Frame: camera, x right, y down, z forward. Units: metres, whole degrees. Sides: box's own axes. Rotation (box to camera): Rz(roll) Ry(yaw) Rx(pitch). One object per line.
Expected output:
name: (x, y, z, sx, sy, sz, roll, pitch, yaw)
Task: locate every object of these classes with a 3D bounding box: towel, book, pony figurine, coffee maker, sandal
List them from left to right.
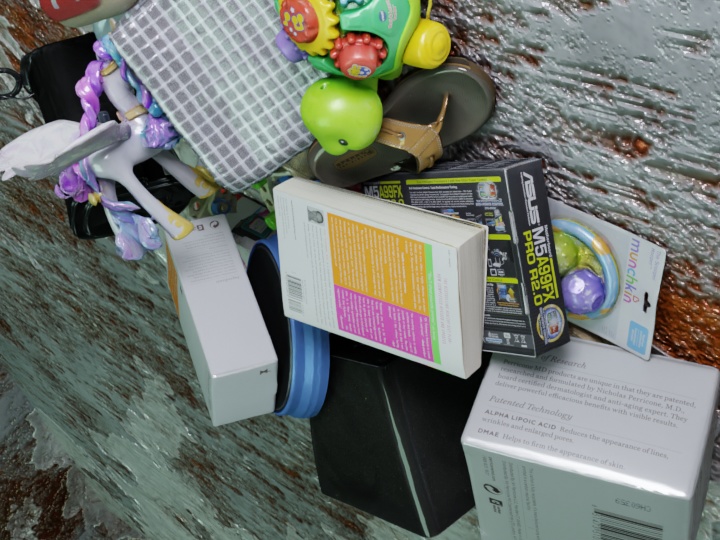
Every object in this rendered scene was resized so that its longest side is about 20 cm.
coffee maker: (-0.299, -0.140, 1.330, 0.135, 0.192, 0.200, 62, -172, -68)
pony figurine: (-0.235, -0.110, 1.136, 0.166, 0.193, 0.200, 12, 139, 54)
towel: (-0.107, -0.186, 1.077, 0.165, 0.086, 0.200, -30, 107, 25)
book: (0.013, 0.006, 1.049, 0.200, 0.048, 0.134, 18, 124, 33)
sandal: (0.031, -0.111, 1.022, 0.200, 0.055, 0.082, -23, 133, 34)

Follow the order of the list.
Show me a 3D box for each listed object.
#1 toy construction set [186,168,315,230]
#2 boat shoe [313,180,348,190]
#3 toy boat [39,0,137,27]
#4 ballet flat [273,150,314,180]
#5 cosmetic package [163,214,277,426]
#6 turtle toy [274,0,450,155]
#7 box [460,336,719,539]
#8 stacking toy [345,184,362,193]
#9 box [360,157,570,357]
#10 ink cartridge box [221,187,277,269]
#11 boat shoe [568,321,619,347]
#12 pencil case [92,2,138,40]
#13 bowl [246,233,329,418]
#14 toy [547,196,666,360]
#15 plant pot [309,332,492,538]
toy construction set: (-0.117, -0.100, 1.318, 0.200, 0.092, 0.131, -1, 130, 44)
boat shoe: (0.000, 0.000, 1.174, 0.084, 0.069, 0.200, -30, 124, 33)
toy boat: (-0.263, -0.314, 1.130, 0.131, 0.131, 0.200, 31, 164, -31)
ballet flat: (-0.125, -0.134, 1.220, 0.200, 0.067, 0.068, 20, -169, 26)
cosmetic package: (-0.150, 0.051, 1.282, 0.102, 0.071, 0.200, 98, 154, -52)
turtle toy: (-0.012, -0.190, 0.952, 0.146, 0.101, 0.200, 22, 132, 42)
box: (0.210, 0.172, 1.092, 0.200, 0.131, 0.199, 12, 145, 21)
stacking toy: (0.003, -0.043, 1.228, 0.085, 0.085, 0.200, 36, 149, 21)
box: (0.087, -0.014, 1.059, 0.200, 0.044, 0.161, 3, 106, 54)
ink cartridge box: (-0.122, -0.018, 1.465, 0.200, 0.067, 0.116, 27, 149, 36)
boat shoe: (0.149, 0.048, 1.140, 0.200, 0.066, 0.074, 31, 152, 29)
pencil case: (-0.181, -0.231, 1.212, 0.200, 0.083, 0.091, 28, 146, 33)
bowl: (-0.082, 0.059, 1.287, 0.201, 0.039, 0.201, 174, 90, -70)
toy: (0.160, -0.002, 1.043, 0.200, 0.047, 0.115, 31, 138, 37)
plant pot: (0.057, 0.135, 1.291, 0.200, 0.199, 0.178, 8, 123, 53)
